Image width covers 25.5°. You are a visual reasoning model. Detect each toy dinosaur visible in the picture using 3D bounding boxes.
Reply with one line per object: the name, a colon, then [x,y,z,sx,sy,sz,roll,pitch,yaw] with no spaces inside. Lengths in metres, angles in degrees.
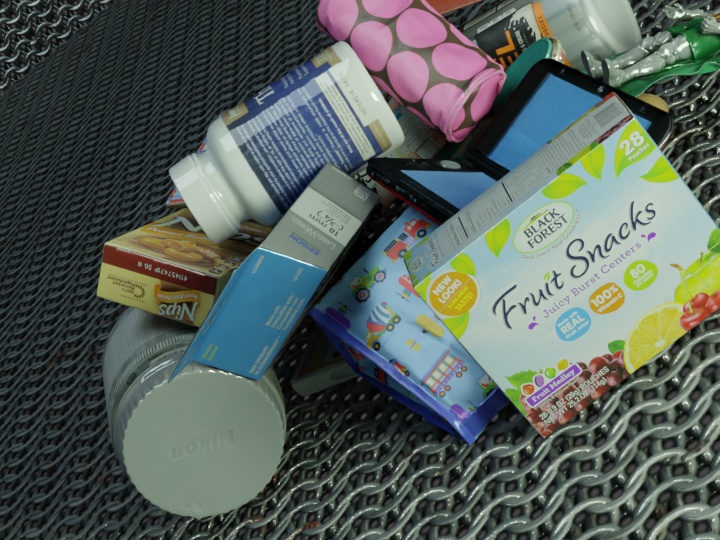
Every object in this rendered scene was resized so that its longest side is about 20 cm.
toy dinosaur: [0.000,0.000,1.495,0.136,0.102,0.200,-51,41,19]

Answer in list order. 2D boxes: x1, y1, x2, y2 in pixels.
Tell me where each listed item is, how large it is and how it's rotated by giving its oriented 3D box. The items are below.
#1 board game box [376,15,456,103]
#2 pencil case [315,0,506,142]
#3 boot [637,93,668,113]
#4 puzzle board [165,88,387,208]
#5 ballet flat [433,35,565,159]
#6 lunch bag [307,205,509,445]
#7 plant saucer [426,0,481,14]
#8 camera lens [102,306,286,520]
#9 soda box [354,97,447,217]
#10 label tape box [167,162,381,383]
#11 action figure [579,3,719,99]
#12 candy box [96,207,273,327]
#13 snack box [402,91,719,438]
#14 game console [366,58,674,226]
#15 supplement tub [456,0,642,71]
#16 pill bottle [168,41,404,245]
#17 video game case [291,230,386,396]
board game box: [0.013,-0.174,1.698,0.200,0.046,0.151,-52,-9,33]
pencil case: [0.050,-0.210,1.493,0.093,0.200,0.091,-34,-25,-23]
boot: [0.177,-0.074,1.398,0.201,0.071,0.145,-16,40,53]
puzzle board: [-0.084,-0.124,1.577,0.199,0.017,0.151,-6,38,29]
ballet flat: [0.142,-0.144,1.519,0.200,0.064,0.076,-45,31,37]
lunch bag: [0.080,0.044,1.318,0.151,0.094,0.200,-46,42,-11]
plant saucer: [0.109,-0.292,1.629,0.199,0.037,0.200,-17,11,24]
camera lens: [-0.155,0.116,1.472,0.160,0.160,0.200,-40,23,5]
soda box: [0.016,-0.104,1.591,0.200,0.063,0.069,-46,11,37]
label tape box: [-0.070,0.016,1.354,0.144,0.063,0.200,-57,-1,37]
action figure: [0.294,-0.202,1.392,0.199,0.055,0.118,-21,25,-13]
candy box: [-0.149,-0.007,1.489,0.200,0.115,0.056,-36,-40,-68]
snack box: [0.160,-0.002,1.174,0.200,0.169,0.068,-38,23,9]
game console: [0.126,-0.101,1.319,0.200,0.171,0.119,38,122,54]
supplement tub: [0.167,-0.212,1.577,0.199,0.123,0.123,-28,27,31]
pill bottle: [-0.069,-0.111,1.447,0.199,0.111,0.111,-32,24,1]
video game case: [0.032,0.020,1.518,0.181,0.024,0.201,-24,31,37]
